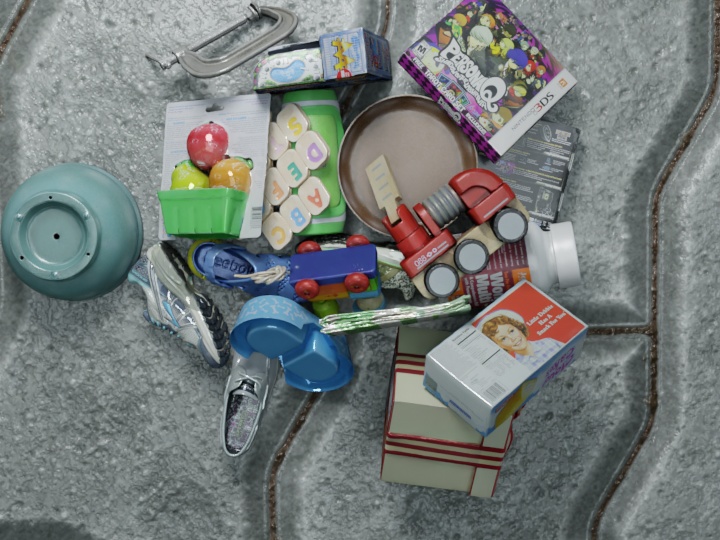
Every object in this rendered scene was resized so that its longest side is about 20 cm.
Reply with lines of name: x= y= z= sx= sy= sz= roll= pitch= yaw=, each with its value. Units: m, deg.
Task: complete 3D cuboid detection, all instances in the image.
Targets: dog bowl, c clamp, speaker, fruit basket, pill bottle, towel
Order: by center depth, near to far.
towel: x=0.048 y=0.061 z=1.416 sx=0.198 sy=0.153 sz=0.024 roll=-10 pitch=84 yaw=3
c clamp: x=-0.191 y=-0.325 z=1.478 sx=0.199 sy=0.171 sz=0.027 roll=-30 pitch=129 yaw=-13
fruit basket: x=-0.203 y=-0.142 z=1.486 sx=0.184 sy=0.094 sz=0.202 roll=-1 pitch=78 yaw=29
dog bowl: x=-0.094 y=0.102 z=1.498 sx=0.111 sy=0.050 sz=0.200 roll=-29 pitch=132 yaw=33
pill bottle: x=0.207 y=-0.008 z=1.502 sx=0.198 sy=0.110 sz=0.111 roll=-9 pitch=95 yaw=10
speaker: x=-0.066 y=-0.153 z=1.509 sx=0.088 sy=0.088 sz=0.202 roll=-4 pitch=94 yaw=-2

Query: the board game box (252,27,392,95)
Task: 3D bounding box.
board game box: x=-0.049 y=-0.284 z=1.441 sx=0.198 sy=0.200 sz=0.062 roll=-8 pitch=95 yaw=-2

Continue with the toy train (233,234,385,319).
toy train: x=-0.065 y=0.026 z=1.486 sx=0.198 sy=0.085 sz=0.116 roll=-8 pitch=139 yaw=11

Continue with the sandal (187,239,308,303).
sandal: x=-0.151 y=0.005 z=1.515 sx=0.198 sy=0.087 sz=0.080 roll=11 pitch=91 yaw=-7

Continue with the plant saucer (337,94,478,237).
plant saucer: x=0.066 y=-0.146 z=1.497 sx=0.198 sy=0.032 sz=0.202 roll=0 pitch=95 yaw=-3

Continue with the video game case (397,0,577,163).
video game case: x=0.181 y=-0.280 z=1.493 sx=0.200 sy=0.036 sz=0.181 roll=47 pitch=68 yaw=1

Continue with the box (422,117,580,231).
box: x=0.203 y=-0.152 z=1.540 sx=0.198 sy=0.044 sz=0.162 roll=14 pitch=94 yaw=-3

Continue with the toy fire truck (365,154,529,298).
toy fire truck: x=0.102 y=-0.086 z=1.419 sx=0.176 sy=0.129 sz=0.200 roll=-38 pitch=93 yaw=2

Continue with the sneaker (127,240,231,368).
sneaker: x=-0.262 y=0.061 z=1.531 sx=0.086 sy=0.078 sz=0.201 roll=-32 pitch=88 yaw=12

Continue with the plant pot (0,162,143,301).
plant pot: x=-0.412 y=-0.051 z=1.477 sx=0.198 sy=0.134 sz=0.202 roll=0 pitch=94 yaw=-3

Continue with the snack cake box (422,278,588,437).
snack cake box: x=0.190 y=0.110 z=1.385 sx=0.199 sy=0.067 sz=0.115 roll=-34 pitch=57 yaw=-30

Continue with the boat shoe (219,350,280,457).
boat shoe: x=-0.160 y=0.175 z=1.535 sx=0.069 sy=0.072 sz=0.202 roll=12 pitch=92 yaw=-3

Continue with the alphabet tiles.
alphabet tiles: x=-0.133 y=-0.137 z=1.490 sx=0.200 sy=0.015 sz=0.196 roll=-41 pitch=77 yaw=25

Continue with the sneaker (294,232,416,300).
sneaker: x=0.000 y=0.000 z=1.533 sx=0.198 sy=0.077 sz=0.089 roll=10 pitch=102 yaw=-1

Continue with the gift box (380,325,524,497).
gift box: x=0.132 y=0.180 z=1.481 sx=0.185 sy=0.201 sz=0.185 roll=8 pitch=132 yaw=0
